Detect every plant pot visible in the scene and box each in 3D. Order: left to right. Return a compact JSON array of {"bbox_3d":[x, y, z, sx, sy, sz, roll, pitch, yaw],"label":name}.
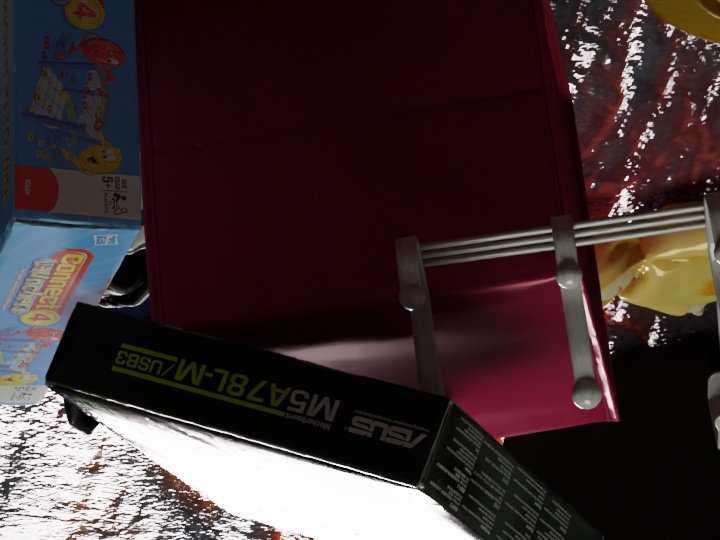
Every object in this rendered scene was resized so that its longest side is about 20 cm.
[{"bbox_3d":[0.196,0.156,1.832,0.200,0.177,0.200,-12,154,19],"label":"plant pot"}]

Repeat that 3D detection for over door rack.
[{"bbox_3d":[0.099,0.044,1.243,0.148,0.067,0.200,-7,149,4],"label":"over door rack"}]

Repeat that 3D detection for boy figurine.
[{"bbox_3d":[0.199,-0.003,1.627,0.200,0.064,0.124,2,157,-21],"label":"boy figurine"}]

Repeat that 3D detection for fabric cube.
[{"bbox_3d":[0.009,-0.032,1.374,0.199,0.200,0.196,-10,154,7],"label":"fabric cube"}]

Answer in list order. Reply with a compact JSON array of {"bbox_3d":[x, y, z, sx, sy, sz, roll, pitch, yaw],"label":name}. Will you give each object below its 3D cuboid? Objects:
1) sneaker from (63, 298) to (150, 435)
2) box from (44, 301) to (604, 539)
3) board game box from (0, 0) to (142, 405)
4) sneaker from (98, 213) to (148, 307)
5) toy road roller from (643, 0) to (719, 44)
[{"bbox_3d":[-0.091,0.047,1.656,0.200,0.078,0.070,-14,153,28],"label":"sneaker"},{"bbox_3d":[-0.012,0.085,1.243,0.193,0.048,0.200,16,166,29],"label":"box"},{"bbox_3d":[-0.152,-0.067,1.269,0.056,0.200,0.196,5,154,-18],"label":"board game box"},{"bbox_3d":[-0.150,-0.009,1.539,0.074,0.080,0.200,5,155,-22],"label":"sneaker"},{"bbox_3d":[0.199,-0.137,1.277,0.146,0.123,0.200,6,151,7],"label":"toy road roller"}]
